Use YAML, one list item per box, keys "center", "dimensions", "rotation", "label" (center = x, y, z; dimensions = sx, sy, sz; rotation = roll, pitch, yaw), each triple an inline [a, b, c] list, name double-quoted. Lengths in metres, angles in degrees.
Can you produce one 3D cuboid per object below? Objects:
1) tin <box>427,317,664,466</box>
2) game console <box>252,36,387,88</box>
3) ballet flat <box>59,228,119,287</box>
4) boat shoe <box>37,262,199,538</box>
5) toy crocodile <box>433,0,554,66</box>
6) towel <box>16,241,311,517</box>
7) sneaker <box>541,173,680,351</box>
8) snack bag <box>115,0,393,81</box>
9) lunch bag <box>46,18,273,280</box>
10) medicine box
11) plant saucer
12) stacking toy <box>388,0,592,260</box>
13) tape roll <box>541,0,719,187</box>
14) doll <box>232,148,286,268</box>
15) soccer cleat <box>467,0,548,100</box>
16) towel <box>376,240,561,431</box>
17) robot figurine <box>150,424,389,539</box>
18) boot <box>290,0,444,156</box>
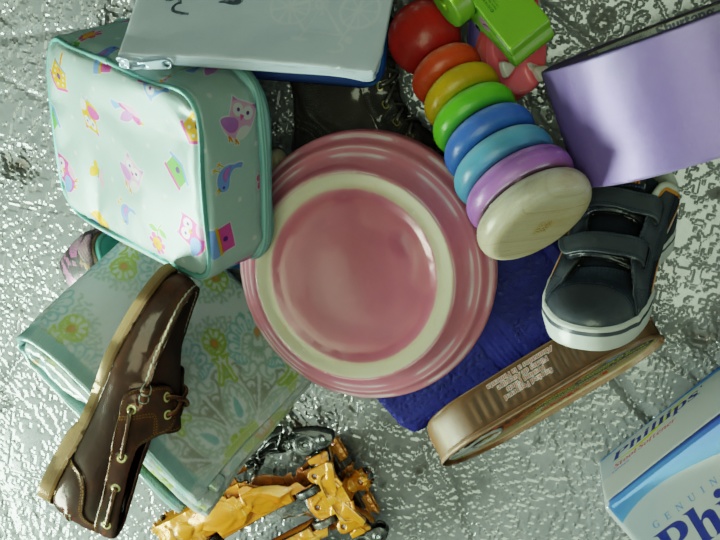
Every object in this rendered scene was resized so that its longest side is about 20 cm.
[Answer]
- center: [0.141, 0.089, 0.897]
  dimensions: [0.199, 0.112, 0.042]
  rotation: [-33, 68, 14]
  label: "tin"
- center: [-0.074, -0.236, 0.878]
  dimensions: [0.169, 0.117, 0.203]
  rotation: [-1, 85, 48]
  label: "game console"
- center: [-0.193, 0.062, 0.977]
  dimensions: [0.071, 0.069, 0.202]
  rotation: [-28, 91, 34]
  label: "ballet flat"
- center: [-0.156, 0.095, 0.817]
  dimensions: [0.070, 0.070, 0.202]
  rotation: [30, 106, 10]
  label: "boat shoe"
- center: [0.058, -0.226, 0.805]
  dimensions: [0.067, 0.062, 0.200]
  rotation: [-42, 84, -4]
  label: "toy crocodile"
- center: [-0.147, 0.072, 0.922]
  dimensions: [0.200, 0.171, 0.048]
  rotation: [46, 142, -5]
  label: "towel"
- center: [0.178, -0.021, 0.818]
  dimensions: [0.077, 0.200, 0.080]
  rotation: [8, 120, 22]
  label: "sneaker"
- center: [-0.053, -0.212, 0.765]
  dimensions: [0.186, 0.021, 0.203]
  rotation: [5, 69, 13]
  label: "snack bag"
- center: [-0.147, -0.087, 0.834]
  dimensions: [0.199, 0.077, 0.162]
  rotation: [26, 131, 40]
  label: "lunch bag"
- center: [0.316, 0.182, 0.889]
  dimensions: [0.182, 0.103, 0.200]
  rotation: [-41, 93, 15]
  label: "medicine box"
- center: [0.000, 0.000, 0.846]
  dimensions: [0.197, 0.051, 0.204]
  rotation: [3, 102, 15]
  label: "plant saucer"
- center: [0.080, -0.110, 0.810]
  dimensions: [0.085, 0.085, 0.202]
  rotation: [-34, 64, 15]
  label: "stacking toy"
- center: [0.230, -0.131, 0.788]
  dimensions: [0.197, 0.200, 0.086]
  rotation: [-18, 99, 13]
  label: "tape roll"
- center: [-0.099, -0.054, 0.922]
  dimensions: [0.200, 0.048, 0.137]
  rotation: [42, 134, 9]
  label: "doll"
- center: [0.109, -0.226, 0.864]
  dimensions: [0.066, 0.076, 0.203]
  rotation: [3, 88, -24]
  label: "soccer cleat"
- center: [0.076, 0.027, 0.904]
  dimensions: [0.199, 0.050, 0.148]
  rotation: [-35, 111, 19]
  label: "towel"
- center: [-0.073, 0.212, 0.985]
  dimensions: [0.198, 0.058, 0.146]
  rotation: [-28, 96, 15]
  label: "robot figurine"
- center: [0.019, -0.142, 0.891]
  dimensions: [0.197, 0.069, 0.177]
  rotation: [0, 100, 10]
  label: "boot"
